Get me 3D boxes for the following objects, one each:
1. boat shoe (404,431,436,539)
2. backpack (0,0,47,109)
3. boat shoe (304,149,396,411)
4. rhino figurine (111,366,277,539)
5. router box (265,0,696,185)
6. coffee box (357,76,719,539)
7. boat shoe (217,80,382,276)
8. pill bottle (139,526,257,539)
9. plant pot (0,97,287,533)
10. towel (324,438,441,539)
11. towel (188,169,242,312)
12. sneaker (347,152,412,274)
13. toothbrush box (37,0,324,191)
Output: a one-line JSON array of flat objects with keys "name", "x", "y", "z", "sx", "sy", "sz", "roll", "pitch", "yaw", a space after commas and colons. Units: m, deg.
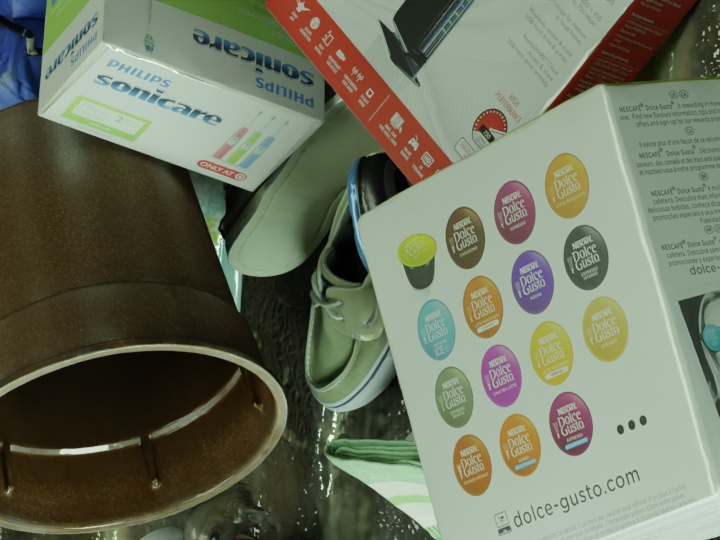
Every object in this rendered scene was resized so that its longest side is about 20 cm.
[{"name": "boat shoe", "x": 0.083, "y": 0.127, "z": 1.633, "sx": 0.202, "sy": 0.064, "sz": 0.075, "roll": 22, "pitch": 113, "yaw": 48}, {"name": "backpack", "x": -0.230, "y": -0.147, "z": 1.907, "sx": 0.168, "sy": 0.162, "sz": 0.201, "roll": -52, "pitch": 55, "yaw": 35}, {"name": "boat shoe", "x": 0.000, "y": 0.000, "z": 1.719, "sx": 0.072, "sy": 0.062, "sz": 0.201, "roll": 47, "pitch": 130, "yaw": 36}, {"name": "rhino figurine", "x": -0.108, "y": 0.108, "z": 1.779, "sx": 0.060, "sy": 0.087, "sz": 0.201, "roll": 86, "pitch": 159, "yaw": -67}, {"name": "router box", "x": 0.062, "y": -0.148, "z": 1.583, "sx": 0.180, "sy": 0.049, "sz": 0.200, "roll": -52, "pitch": 55, "yaw": 18}, {"name": "coffee box", "x": 0.151, "y": 0.026, "z": 1.423, "sx": 0.199, "sy": 0.199, "sz": 0.199, "roll": -27, "pitch": 74, "yaw": 50}, {"name": "boat shoe", "x": -0.020, "y": -0.079, "z": 1.725, "sx": 0.202, "sy": 0.072, "sz": 0.061, "roll": -47, "pitch": 42, "yaw": 35}, {"name": "pill bottle", "x": -0.068, "y": 0.227, "z": 1.802, "sx": 0.200, "sy": 0.112, "sz": 0.113, "roll": 21, "pitch": 112, "yaw": 47}, {"name": "plant pot", "x": -0.159, "y": 0.017, "z": 1.696, "sx": 0.200, "sy": 0.199, "sz": 0.199, "roll": -50, "pitch": 44, "yaw": 43}, {"name": "towel", "x": 0.084, "y": 0.155, "z": 1.547, "sx": 0.023, "sy": 0.200, "sz": 0.152, "roll": -56, "pitch": 19, "yaw": -16}, {"name": "towel", "x": -0.161, "y": 0.027, "z": 1.853, "sx": 0.048, "sy": 0.170, "sz": 0.201, "roll": -93, "pitch": 10, "yaw": -72}, {"name": "sneaker", "x": 0.071, "y": 0.008, "z": 1.609, "sx": 0.200, "sy": 0.071, "sz": 0.083, "roll": 49, "pitch": 118, "yaw": 6}, {"name": "toothbrush box", "x": -0.101, "y": -0.168, "z": 1.699, "sx": 0.086, "sy": 0.145, "sz": 0.201, "roll": -42, "pitch": 39, "yaw": 44}]
